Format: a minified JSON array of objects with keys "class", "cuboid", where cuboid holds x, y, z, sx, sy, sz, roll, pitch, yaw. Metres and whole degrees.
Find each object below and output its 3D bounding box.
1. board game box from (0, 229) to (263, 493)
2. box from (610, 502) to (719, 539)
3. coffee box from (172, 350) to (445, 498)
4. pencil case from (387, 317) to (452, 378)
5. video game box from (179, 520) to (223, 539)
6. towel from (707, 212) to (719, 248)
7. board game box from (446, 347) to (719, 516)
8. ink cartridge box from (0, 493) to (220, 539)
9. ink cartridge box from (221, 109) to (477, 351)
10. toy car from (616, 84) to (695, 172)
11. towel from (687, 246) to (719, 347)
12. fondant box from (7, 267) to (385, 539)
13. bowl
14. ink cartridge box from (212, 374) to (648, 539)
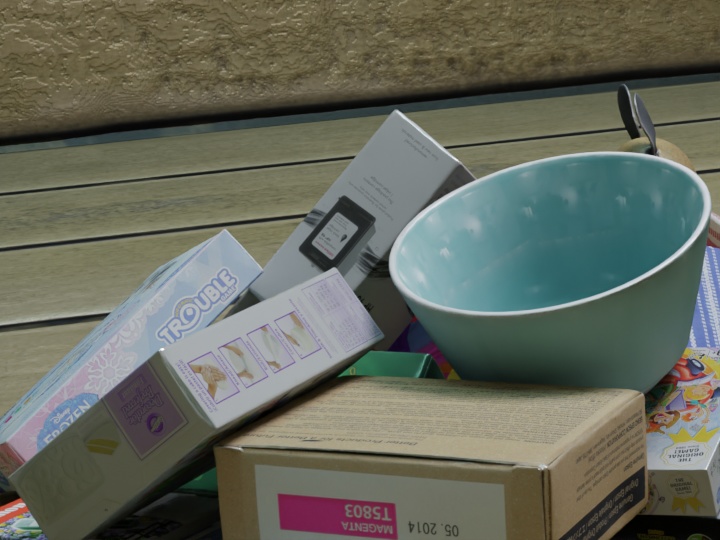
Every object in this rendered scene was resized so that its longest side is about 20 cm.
[{"class":"board game box","cuboid":[-0.170,0.065,1.512,0.200,0.043,0.199,-45,6,-17]},{"class":"box","cuboid":[0.212,0.123,1.369,0.199,0.040,0.137,2,31,29]},{"class":"coffee box","cuboid":[-0.050,0.110,1.472,0.199,0.044,0.123,0,52,28]},{"class":"pencil case","cuboid":[0.077,0.046,1.599,0.200,0.089,0.088,-35,-8,33]},{"class":"video game box","cuboid":[-0.018,0.176,1.277,0.181,0.047,0.200,6,15,32]},{"class":"towel","cuboid":[0.214,-0.018,1.792,0.146,0.030,0.199,25,-23,-32]},{"class":"board game box","cuboid":[0.136,0.097,1.375,0.199,0.034,0.135,-2,30,25]},{"class":"ink cartridge box","cuboid":[-0.187,0.167,1.367,0.199,0.051,0.109,4,14,32]},{"class":"ink cartridge box","cuboid":[0.000,0.000,1.548,0.067,0.200,0.116,40,2,24]},{"class":"toy car","cuboid":[0.236,-0.060,1.977,0.157,0.202,0.164,-5,11,-3]},{"class":"towel","cuboid":[0.231,0.029,1.538,0.199,0.024,0.145,13,36,-12]},{"class":"fondant box","cuboid":[-0.092,0.079,1.316,0.144,0.058,0.200,-39,-6,31]},{"class":"bowl","cuboid":[0.124,0.019,1.374,0.199,0.106,0.201,-12,26,6]},{"class":"ink cartridge box","cuboid":[0.042,0.115,1.254,0.199,0.076,0.165,2,13,26]}]
